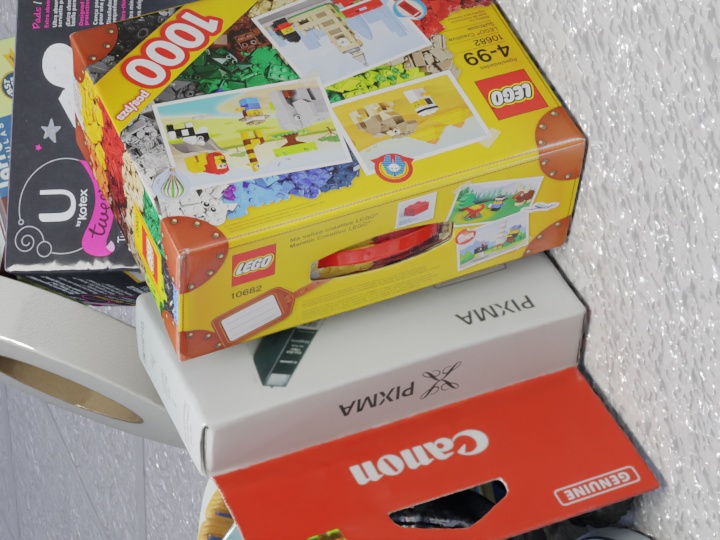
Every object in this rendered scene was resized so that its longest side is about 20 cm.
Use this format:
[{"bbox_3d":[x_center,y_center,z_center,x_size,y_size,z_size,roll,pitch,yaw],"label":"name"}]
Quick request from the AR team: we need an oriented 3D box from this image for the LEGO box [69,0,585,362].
[{"bbox_3d":[-0.019,-0.060,1.079,0.077,0.199,0.149,96,151,-49],"label":"LEGO box"}]

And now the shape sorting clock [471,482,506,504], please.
[{"bbox_3d":[0.063,0.174,1.241,0.200,0.039,0.201,171,90,-82],"label":"shape sorting clock"}]

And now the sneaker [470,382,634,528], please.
[{"bbox_3d":[0.065,0.055,1.143,0.200,0.087,0.075,31,172,37],"label":"sneaker"}]

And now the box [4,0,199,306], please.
[{"bbox_3d":[-0.113,-0.087,1.221,0.132,0.114,0.201,34,-123,-73],"label":"box"}]

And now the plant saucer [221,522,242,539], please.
[{"bbox_3d":[-0.013,0.205,1.247,0.200,0.039,0.202,-18,62,38],"label":"plant saucer"}]

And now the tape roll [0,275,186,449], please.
[{"bbox_3d":[-0.171,0.053,1.353,0.037,0.202,0.203,-69,14,-13],"label":"tape roll"}]

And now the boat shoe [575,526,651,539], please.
[{"bbox_3d":[0.105,0.166,1.077,0.200,0.090,0.071,155,98,-72],"label":"boat shoe"}]

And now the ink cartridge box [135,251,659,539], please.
[{"bbox_3d":[0.017,0.055,1.071,0.044,0.199,0.174,93,154,-42],"label":"ink cartridge box"}]

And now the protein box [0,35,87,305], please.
[{"bbox_3d":[-0.138,-0.070,1.396,0.200,0.197,0.136,136,116,-76],"label":"protein box"}]

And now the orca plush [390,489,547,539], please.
[{"bbox_3d":[0.010,0.144,1.129,0.200,0.071,0.106,18,109,59],"label":"orca plush"}]

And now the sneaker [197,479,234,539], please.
[{"bbox_3d":[-0.046,0.082,1.345,0.201,0.075,0.088,-61,15,19],"label":"sneaker"}]
